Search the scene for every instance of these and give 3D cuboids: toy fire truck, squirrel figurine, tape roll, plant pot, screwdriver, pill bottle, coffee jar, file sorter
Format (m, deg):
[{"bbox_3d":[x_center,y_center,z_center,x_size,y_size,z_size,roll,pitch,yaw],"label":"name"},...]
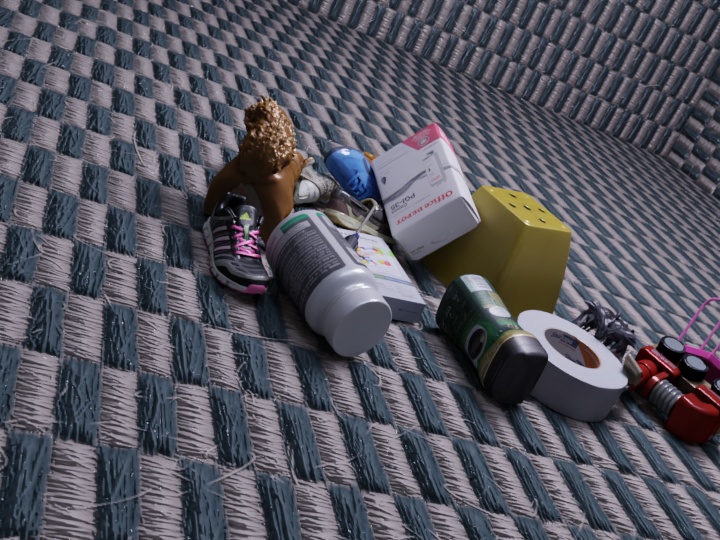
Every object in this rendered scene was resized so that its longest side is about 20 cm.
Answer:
[{"bbox_3d":[0.504,0.196,1.411,0.197,0.131,0.176,-10,41,-36],"label":"toy fire truck"},{"bbox_3d":[-0.139,-0.168,1.363,0.139,0.203,0.187,22,35,11],"label":"squirrel figurine"},{"bbox_3d":[0.323,0.149,1.367,0.196,0.067,0.201,21,24,-10],"label":"tape roll"},{"bbox_3d":[0.260,-0.037,1.541,0.197,0.179,0.200,5,30,-40],"label":"plant pot"},{"bbox_3d":[-0.001,-0.061,1.387,0.030,0.027,0.200,68,25,-16],"label":"screwdriver"},{"bbox_3d":[-0.045,0.017,1.190,0.111,0.115,0.201,5,34,-40],"label":"pill bottle"},{"bbox_3d":[0.195,0.102,1.283,0.084,0.106,0.201,7,31,-31],"label":"coffee jar"},{"bbox_3d":[0.685,0.160,1.529,0.199,0.126,0.139,40,-3,-8],"label":"file sorter"}]

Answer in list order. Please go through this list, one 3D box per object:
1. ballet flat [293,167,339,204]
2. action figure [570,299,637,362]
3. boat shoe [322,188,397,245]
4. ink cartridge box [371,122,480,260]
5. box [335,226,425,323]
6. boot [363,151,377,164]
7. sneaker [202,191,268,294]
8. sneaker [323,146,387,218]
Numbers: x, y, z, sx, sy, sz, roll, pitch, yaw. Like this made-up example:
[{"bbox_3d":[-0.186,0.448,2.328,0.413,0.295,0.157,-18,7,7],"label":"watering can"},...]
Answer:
[{"bbox_3d":[-0.132,-0.162,1.537,0.197,0.068,0.076,27,43,-13],"label":"ballet flat"},{"bbox_3d":[0.421,0.113,1.498,0.118,0.103,0.200,39,8,15],"label":"action figure"},{"bbox_3d":[0.014,-0.093,1.500,0.072,0.066,0.198,23,4,36],"label":"boat shoe"},{"bbox_3d":[0.114,-0.142,1.524,0.083,0.145,0.203,46,22,-44],"label":"ink cartridge box"},{"bbox_3d":[0.000,0.000,1.368,0.153,0.042,0.201,13,26,-28],"label":"box"},{"bbox_3d":[0.072,-0.209,1.826,0.143,0.072,0.200,37,30,15],"label":"boot"},{"bbox_3d":[-0.172,-0.045,1.221,0.072,0.089,0.201,11,28,-30],"label":"sneaker"},{"bbox_3d":[0.006,-0.153,1.584,0.200,0.065,0.079,42,20,-45],"label":"sneaker"}]
